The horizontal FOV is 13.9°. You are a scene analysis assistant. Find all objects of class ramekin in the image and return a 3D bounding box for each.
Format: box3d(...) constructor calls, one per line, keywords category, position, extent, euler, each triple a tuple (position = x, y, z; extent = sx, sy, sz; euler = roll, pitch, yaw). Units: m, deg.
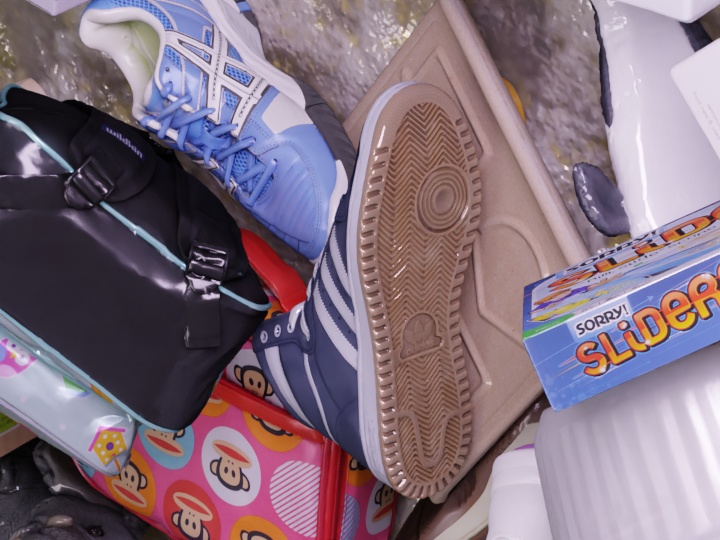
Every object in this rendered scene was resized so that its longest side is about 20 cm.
box3d(category="ramekin", position=(0.168, 0.079, 1.297), extent=(0.202, 0.202, 0.095), euler=(-26, 82, 47))

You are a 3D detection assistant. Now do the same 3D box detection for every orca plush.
box3d(category="orca plush", position=(0.130, -0.062, 1.339), extent=(0.200, 0.105, 0.071), euler=(54, 170, 6))

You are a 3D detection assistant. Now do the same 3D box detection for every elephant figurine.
box3d(category="elephant figurine", position=(-0.176, 0.160, 1.682), extent=(0.199, 0.155, 0.142), euler=(22, 132, 26))

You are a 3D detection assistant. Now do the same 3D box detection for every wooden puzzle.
box3d(category="wooden puzzle", position=(0.050, -0.012, 1.429), extent=(0.186, 0.046, 0.200), euler=(65, 146, 23))

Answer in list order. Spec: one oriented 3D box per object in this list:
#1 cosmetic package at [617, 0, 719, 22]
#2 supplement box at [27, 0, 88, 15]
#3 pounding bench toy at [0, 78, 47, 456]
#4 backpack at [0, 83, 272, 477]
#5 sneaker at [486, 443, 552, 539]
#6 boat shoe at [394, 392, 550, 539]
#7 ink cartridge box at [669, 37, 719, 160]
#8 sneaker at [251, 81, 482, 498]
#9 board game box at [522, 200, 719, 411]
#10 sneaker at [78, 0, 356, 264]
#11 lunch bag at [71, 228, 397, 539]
box3d(category="cosmetic package", position=(0.089, -0.236, 1.240), extent=(0.199, 0.123, 0.200), euler=(20, 125, 33))
box3d(category="supplement box", position=(-0.125, -0.237, 1.448), extent=(0.061, 0.109, 0.201), euler=(32, 130, 26))
box3d(category="pounding bench toy", position=(-0.229, -0.025, 1.649), extent=(0.156, 0.124, 0.201), euler=(18, 124, 35))
box3d(category="backpack", position=(-0.143, -0.003, 1.460), extent=(0.175, 0.200, 0.154), euler=(34, 103, -12))
box3d(category="sneaker", position=(0.118, 0.171, 1.418), extent=(0.075, 0.100, 0.200), euler=(-16, 134, 38))
box3d(category="boat shoe", position=(0.075, 0.128, 1.495), extent=(0.075, 0.075, 0.202), euler=(34, 139, -4))
box3d(category="ink cartridge box", position=(0.235, -0.109, 1.179), extent=(0.200, 0.117, 0.068), euler=(-30, 89, 47))
box3d(category="sneaker", position=(0.000, 0.000, 1.403), extent=(0.108, 0.070, 0.201), euler=(25, 122, 51))
box3d(category="board game box", position=(0.164, -0.008, 1.219), extent=(0.199, 0.135, 0.035), euler=(-24, 96, 6))
box3d(category="sneaker", position=(-0.070, -0.073, 1.483), extent=(0.200, 0.077, 0.076), euler=(50, 136, 29))
box3d(category="lunch bag", position=(-0.068, 0.063, 1.587), extent=(0.199, 0.082, 0.177), euler=(25, 123, 32))
